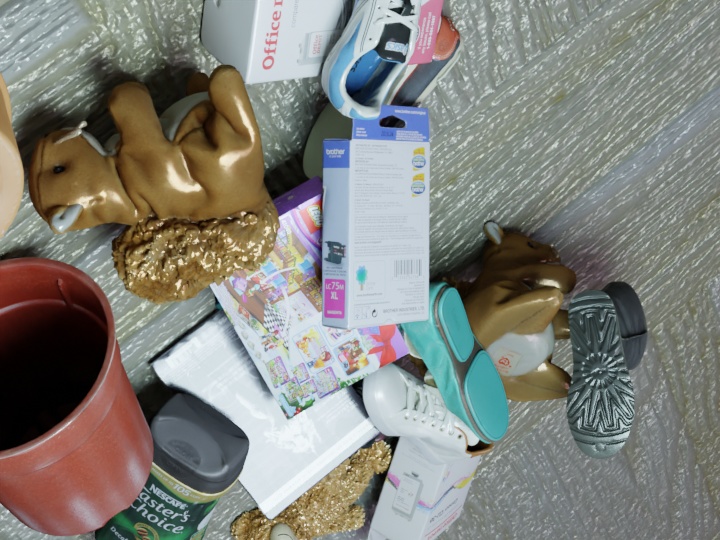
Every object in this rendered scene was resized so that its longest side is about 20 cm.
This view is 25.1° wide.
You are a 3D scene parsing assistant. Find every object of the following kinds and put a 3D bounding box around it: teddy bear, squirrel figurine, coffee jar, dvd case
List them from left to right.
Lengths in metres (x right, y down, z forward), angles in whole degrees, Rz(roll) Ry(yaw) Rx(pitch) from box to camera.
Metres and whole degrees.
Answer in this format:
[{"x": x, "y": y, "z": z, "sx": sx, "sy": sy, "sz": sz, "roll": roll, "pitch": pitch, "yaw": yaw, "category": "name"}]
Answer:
[{"x": -0.176, "y": -0.060, "z": 1.365, "sx": 0.186, "sy": 0.141, "sz": 0.201, "roll": -23, "pitch": 107, "yaw": -15, "category": "squirrel figurine"}, {"x": -0.184, "y": 0.214, "z": 1.587, "sx": 0.085, "sy": 0.104, "sz": 0.200, "roll": -49, "pitch": 170, "yaw": -51, "category": "coffee jar"}, {"x": -0.092, "y": 0.126, "z": 1.613, "sx": 0.149, "sy": 0.016, "sz": 0.200, "roll": -38, "pitch": 101, "yaw": -8, "category": "dvd case"}, {"x": -0.047, "y": 0.249, "z": 1.784, "sx": 0.200, "sy": 0.067, "sz": 0.145, "roll": -33, "pitch": 133, "yaw": -14, "category": "teddy bear"}, {"x": 0.133, "y": 0.034, "z": 1.705, "sx": 0.199, "sy": 0.187, "sz": 0.142, "roll": -13, "pitch": 128, "yaw": 13, "category": "squirrel figurine"}]

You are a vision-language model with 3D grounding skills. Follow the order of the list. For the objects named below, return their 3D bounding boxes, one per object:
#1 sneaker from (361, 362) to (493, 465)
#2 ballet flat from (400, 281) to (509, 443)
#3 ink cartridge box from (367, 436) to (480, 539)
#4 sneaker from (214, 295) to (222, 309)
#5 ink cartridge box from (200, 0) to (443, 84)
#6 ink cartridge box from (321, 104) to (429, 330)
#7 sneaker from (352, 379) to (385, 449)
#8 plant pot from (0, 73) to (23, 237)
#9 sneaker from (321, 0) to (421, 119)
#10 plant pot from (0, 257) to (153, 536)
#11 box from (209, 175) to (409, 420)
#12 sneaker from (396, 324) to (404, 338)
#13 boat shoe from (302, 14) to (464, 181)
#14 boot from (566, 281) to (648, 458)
[{"x": 0.075, "y": 0.140, "z": 1.654, "sx": 0.084, "sy": 0.073, "sz": 0.200, "roll": -9, "pitch": 153, "yaw": 28, "category": "sneaker"}, {"x": 0.087, "y": 0.088, "z": 1.599, "sx": 0.067, "sy": 0.070, "sz": 0.201, "roll": -54, "pitch": 133, "yaw": -35, "category": "ballet flat"}, {"x": 0.079, "y": 0.240, "z": 1.846, "sx": 0.116, "sy": 0.067, "sz": 0.201, "roll": -28, "pitch": 141, "yaw": -55, "category": "ink cartridge box"}, {"x": -0.098, "y": 0.013, "z": 1.561, "sx": 0.080, "sy": 0.071, "sz": 0.200, "roll": -45, "pitch": 122, "yaw": 11, "category": "sneaker"}, {"x": -0.027, "y": -0.250, "z": 1.412, "sx": 0.199, "sy": 0.083, "sz": 0.147, "roll": -12, "pitch": 128, "yaw": -32, "category": "ink cartridge box"}, {"x": 0.015, "y": -0.051, "z": 1.478, "sx": 0.119, "sy": 0.042, "sz": 0.201, "roll": -3, "pitch": 97, "yaw": -50, "category": "ink cartridge box"}, {"x": -0.045, "y": 0.166, "z": 1.685, "sx": 0.200, "sy": 0.116, "sz": 0.076, "roll": -46, "pitch": 140, "yaw": 0, "category": "sneaker"}, {"x": -0.348, "y": -0.088, "z": 1.243, "sx": 0.199, "sy": 0.140, "sz": 0.201, "roll": -20, "pitch": 132, "yaw": -24, "category": "plant pot"}, {"x": 0.027, "y": -0.220, "z": 1.364, "sx": 0.072, "sy": 0.072, "sz": 0.201, "roll": 3, "pitch": 117, "yaw": -38, "category": "sneaker"}, {"x": -0.282, "y": 0.127, "z": 1.432, "sx": 0.200, "sy": 0.201, "sz": 0.196, "roll": -34, "pitch": 144, "yaw": -12, "category": "plant pot"}, {"x": -0.054, "y": 0.028, "z": 1.518, "sx": 0.136, "sy": 0.039, "sz": 0.201, "roll": -28, "pitch": 120, "yaw": -2, "category": "box"}, {"x": 0.000, "y": 0.000, "z": 1.601, "sx": 0.077, "sy": 0.091, "sz": 0.200, "roll": -31, "pitch": 122, "yaw": -4, "category": "sneaker"}, {"x": 0.023, "y": -0.159, "z": 1.534, "sx": 0.200, "sy": 0.071, "sz": 0.063, "roll": -54, "pitch": 140, "yaw": 2, "category": "boat shoe"}, {"x": 0.258, "y": 0.098, "z": 1.679, "sx": 0.200, "sy": 0.072, "sz": 0.183, "roll": 15, "pitch": 76, "yaw": -78, "category": "boot"}]
